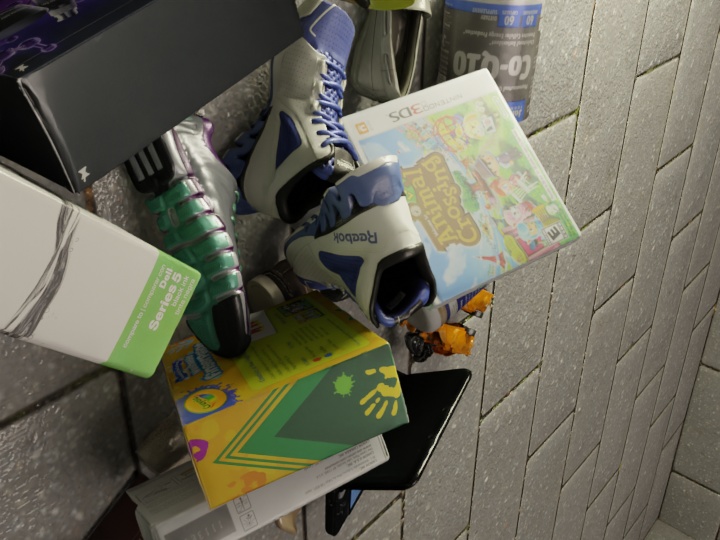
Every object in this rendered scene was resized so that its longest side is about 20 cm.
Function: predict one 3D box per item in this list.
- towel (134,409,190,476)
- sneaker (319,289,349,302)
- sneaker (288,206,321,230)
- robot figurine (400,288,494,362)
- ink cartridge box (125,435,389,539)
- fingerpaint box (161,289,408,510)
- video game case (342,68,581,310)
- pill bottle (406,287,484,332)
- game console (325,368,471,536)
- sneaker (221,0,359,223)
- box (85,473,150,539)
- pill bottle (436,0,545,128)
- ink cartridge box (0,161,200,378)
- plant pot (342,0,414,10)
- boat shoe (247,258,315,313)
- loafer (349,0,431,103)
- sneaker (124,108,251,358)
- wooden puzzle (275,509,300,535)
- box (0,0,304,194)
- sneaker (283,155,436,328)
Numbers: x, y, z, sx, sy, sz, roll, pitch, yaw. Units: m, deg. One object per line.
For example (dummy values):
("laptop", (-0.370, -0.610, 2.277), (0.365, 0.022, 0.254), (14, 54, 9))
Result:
("towel", (-0.142, 0.186, 0.813), (0.133, 0.034, 0.202), (-51, 141, -23))
("sneaker", (0.021, -0.048, 0.867), (0.202, 0.073, 0.080), (-58, 150, -13))
("sneaker", (0.022, -0.084, 0.795), (0.076, 0.195, 0.116), (96, -1, -69))
("robot figurine", (0.115, 0.057, 1.065), (0.199, 0.058, 0.148), (21, 92, -56))
("ink cartridge box", (-0.097, 0.180, 0.675), (0.197, 0.173, 0.044), (-22, 91, -24))
("fingerpaint box", (-0.075, 0.096, 0.655), (0.164, 0.200, 0.075), (-20, 106, -16))
("video game case", (0.096, -0.086, 0.751), (0.179, 0.203, 0.022), (-23, 168, -21))
("pill bottle", (0.119, -0.030, 0.930), (0.199, 0.115, 0.117), (-38, 138, -15))
("game console", (0.048, 0.228, 0.972), (0.200, 0.114, 0.179), (-50, 152, -45))
("sneaker", (-0.038, -0.126, 0.688), (0.080, 0.114, 0.203), (25, 90, -58))
("box", (-0.162, 0.334, 0.721), (0.165, 0.198, 0.167), (-52, 143, -19))
("pill bottle", (0.144, -0.224, 0.896), (0.113, 0.113, 0.204), (-25, 128, -44))
("ink cartridge box", (-0.222, -0.018, 0.486), (0.085, 0.144, 0.200), (-62, 146, -6))
("plant pot", (-0.013, -0.319, 0.563), (0.183, 0.199, 0.199), (-53, 144, -8))
("boat shoe", (-0.063, 0.077, 0.826), (0.059, 0.071, 0.203), (-38, 131, -30))
("loafer", (0.044, -0.269, 0.771), (0.069, 0.069, 0.204), (-9, 116, -49))
("sneaker", (-0.117, -0.035, 0.633), (0.087, 0.073, 0.204), (-29, 103, -52))
("wooden puzzle", (-0.045, 0.208, 0.910), (0.202, 0.037, 0.186), (-59, 170, -17))
("box", (-0.156, -0.151, 0.505), (0.200, 0.140, 0.080), (-44, 140, -30))
("sneaker", (0.000, 0.000, 0.658), (0.079, 0.117, 0.199), (-20, 169, -24))
